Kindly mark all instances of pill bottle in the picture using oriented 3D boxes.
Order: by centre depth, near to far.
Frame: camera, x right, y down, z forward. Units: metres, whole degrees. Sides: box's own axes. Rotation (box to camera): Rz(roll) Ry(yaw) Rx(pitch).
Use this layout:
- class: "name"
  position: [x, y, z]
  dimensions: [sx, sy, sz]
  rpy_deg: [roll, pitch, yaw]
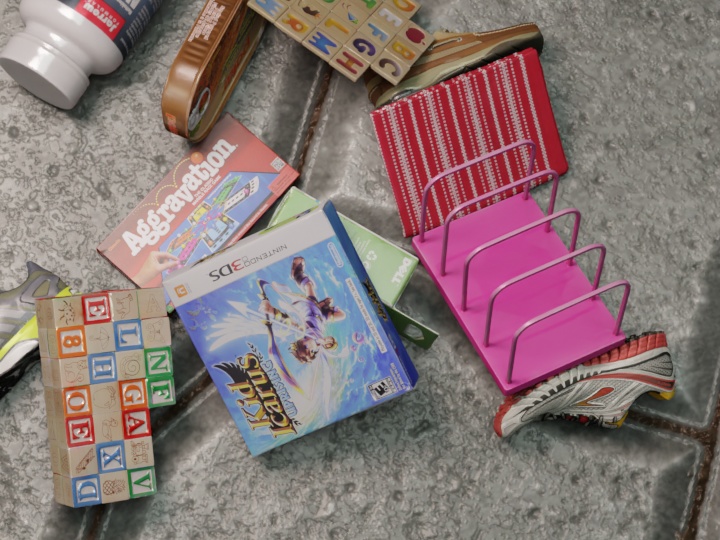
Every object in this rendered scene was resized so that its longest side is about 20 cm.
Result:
- class: "pill bottle"
  position: [-0.277, -0.271, 1.708]
  dimensions: [0.119, 0.120, 0.200]
  rpy_deg: [30, 76, 2]

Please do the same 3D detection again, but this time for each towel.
- class: "towel"
  position: [0.115, -0.133, 1.732]
  dimensions: [0.200, 0.022, 0.145]
  rpy_deg: [-23, 109, -15]

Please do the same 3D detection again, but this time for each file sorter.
- class: "file sorter"
  position: [0.159, -0.010, 1.649]
  dimensions: [0.139, 0.126, 0.200]
  rpy_deg: [-23, 61, -15]

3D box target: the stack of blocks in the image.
- class: "stack of blocks"
  position: [-0.243, 0.120, 1.621]
  dimensions: [0.115, 0.059, 0.200]
  rpy_deg: [-6, 91, -28]

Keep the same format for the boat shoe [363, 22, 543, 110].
- class: "boat shoe"
  position: [0.095, -0.222, 1.759]
  dimensions: [0.200, 0.076, 0.074]
  rpy_deg: [-23, 64, -14]

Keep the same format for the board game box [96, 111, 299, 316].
- class: "board game box"
  position: [-0.166, -0.060, 1.722]
  dimensions: [0.103, 0.019, 0.200]
  rpy_deg: [41, 77, 5]

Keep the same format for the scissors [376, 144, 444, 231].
- class: "scissors"
  position: [0.074, -0.046, 1.746]
  dimensions: [0.200, 0.014, 0.073]
  rpy_deg: [40, 76, 3]

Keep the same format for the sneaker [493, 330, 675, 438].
- class: "sneaker"
  position: [0.230, 0.129, 1.690]
  dimensions: [0.200, 0.078, 0.082]
  rpy_deg: [-21, 89, -6]

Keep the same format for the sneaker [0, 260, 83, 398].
- class: "sneaker"
  position: [-0.364, 0.073, 1.652]
  dimensions: [0.081, 0.074, 0.200]
  rpy_deg: [44, 69, 12]

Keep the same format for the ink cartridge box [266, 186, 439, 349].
- class: "ink cartridge box"
  position: [0.000, 0.000, 1.682]
  dimensions: [0.200, 0.104, 0.059]
  rpy_deg: [30, 77, 2]

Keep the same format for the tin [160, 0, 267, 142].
- class: "tin"
  position: [-0.146, -0.224, 1.709]
  dimensions: [0.042, 0.112, 0.200]
  rpy_deg: [20, 67, 14]

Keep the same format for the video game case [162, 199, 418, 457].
- class: "video game case"
  position: [-0.068, 0.058, 1.626]
  dimensions: [0.181, 0.045, 0.200]
  rpy_deg: [-24, 100, 16]

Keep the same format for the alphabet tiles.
- class: "alphabet tiles"
  position: [-0.024, -0.271, 1.705]
  dimensions: [0.200, 0.006, 0.166]
  rpy_deg: [36, 43, 2]
